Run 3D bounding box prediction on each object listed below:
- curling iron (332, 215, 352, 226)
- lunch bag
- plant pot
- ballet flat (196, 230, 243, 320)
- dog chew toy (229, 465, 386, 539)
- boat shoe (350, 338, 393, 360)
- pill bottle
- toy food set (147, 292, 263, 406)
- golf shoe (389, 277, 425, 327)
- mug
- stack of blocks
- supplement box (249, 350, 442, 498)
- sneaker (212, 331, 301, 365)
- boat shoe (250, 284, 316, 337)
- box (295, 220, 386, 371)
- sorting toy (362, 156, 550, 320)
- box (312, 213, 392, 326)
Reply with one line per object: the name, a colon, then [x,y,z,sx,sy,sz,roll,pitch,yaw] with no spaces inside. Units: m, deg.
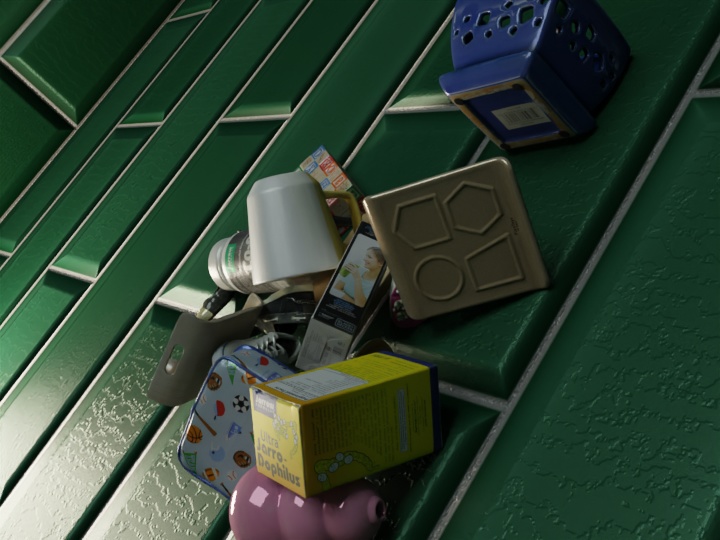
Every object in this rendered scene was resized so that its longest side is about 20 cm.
curling iron: [-0.083,-0.092,1.504,0.026,0.199,0.050,-20,64,62]
lunch bag: [-0.146,0.213,1.230,0.200,0.160,0.076,-66,-14,20]
plant pot: [0.246,-0.294,1.354,0.200,0.200,0.180,-4,57,47]
ballet flat: [-0.247,0.016,1.681,0.066,0.057,0.200,-23,33,57]
dog chew toy: [-0.059,0.288,1.113,0.200,0.125,0.125,-9,46,32]
boat shoe: [-0.021,0.178,1.231,0.069,0.071,0.200,-19,36,55]
pill bottle: [-0.163,-0.017,1.576,0.200,0.113,0.113,-7,48,45]
toy food set: [-0.228,0.110,1.379,0.144,0.060,0.200,-64,-16,17]
golf shoe: [0.078,-0.018,1.273,0.092,0.075,0.200,-110,28,-59]
mug: [-0.098,-0.068,1.424,0.149,0.154,0.186,-13,-1,24]
stack of blocks: [-0.067,-0.133,1.649,0.115,0.059,0.200,-42,32,6]
supplement box: [-0.015,0.175,1.095,0.200,0.110,0.109,-11,12,-35]
sneaker: [-0.149,0.120,1.362,0.071,0.073,0.200,-33,-5,18]
boat shoe: [-0.137,0.081,1.471,0.200,0.072,0.068,-27,75,49]
box: [-0.017,0.041,1.277,0.117,0.060,0.200,110,-175,-48]
sorting toy: [0.123,-0.039,1.182,0.199,0.186,0.036,-14,23,21]
box: [0.000,0.000,1.456,0.200,0.021,0.163,-54,32,-15]
